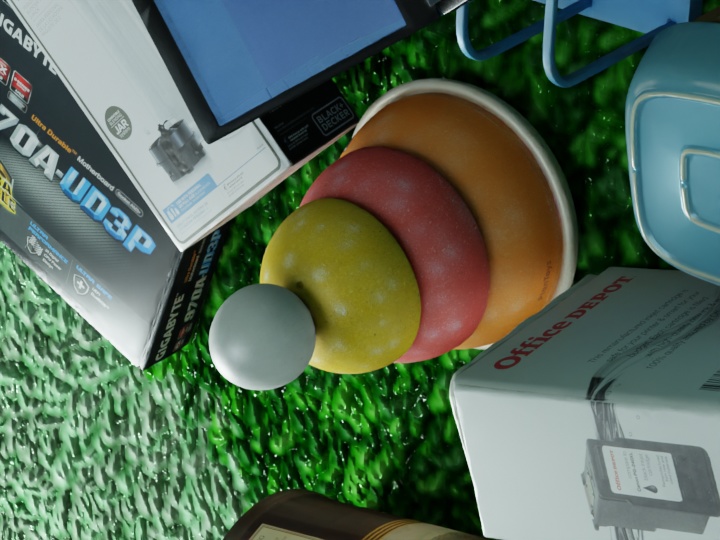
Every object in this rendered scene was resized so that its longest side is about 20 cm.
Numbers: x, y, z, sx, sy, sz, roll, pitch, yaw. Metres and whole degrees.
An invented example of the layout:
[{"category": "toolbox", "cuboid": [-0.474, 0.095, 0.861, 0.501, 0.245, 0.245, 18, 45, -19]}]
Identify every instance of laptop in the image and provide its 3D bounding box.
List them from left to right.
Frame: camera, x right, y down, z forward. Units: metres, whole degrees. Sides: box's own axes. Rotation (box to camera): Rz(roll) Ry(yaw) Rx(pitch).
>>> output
[{"category": "laptop", "cuboid": [-0.027, -0.172, 0.813, 0.178, 0.103, 0.200, 62, 153, -3]}]

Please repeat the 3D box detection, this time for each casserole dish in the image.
[{"category": "casserole dish", "cuboid": [0.184, -0.033, 0.840, 0.199, 0.039, 0.122, 19, 131, 38]}]

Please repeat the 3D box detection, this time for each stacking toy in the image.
[{"category": "stacking toy", "cuboid": [0.000, 0.000, 0.984, 0.145, 0.200, 0.147, 19, 122, 34]}]

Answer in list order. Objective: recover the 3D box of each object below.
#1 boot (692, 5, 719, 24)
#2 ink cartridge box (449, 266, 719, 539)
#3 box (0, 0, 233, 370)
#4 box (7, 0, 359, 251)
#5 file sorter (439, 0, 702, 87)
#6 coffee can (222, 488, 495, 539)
[{"category": "boot", "cuboid": [0.239, -0.069, 0.840, 0.201, 0.071, 0.145, -19, 104, 48]}, {"category": "ink cartridge box", "cuboid": [0.163, 0.064, 0.910, 0.199, 0.145, 0.084, 3, 113, 41]}, {"category": "box", "cuboid": [-0.164, -0.062, 1.208, 0.200, 0.046, 0.160, 41, 132, 20]}, {"category": "box", "cuboid": [-0.104, -0.124, 1.042, 0.116, 0.060, 0.201, -32, 93, 48]}, {"category": "file sorter", "cuboid": [0.045, -0.178, 0.912, 0.199, 0.122, 0.140, 21, 124, 32]}, {"category": "coffee can", "cuboid": [0.028, 0.210, 1.102, 0.199, 0.146, 0.147, 9, 116, 38]}]
